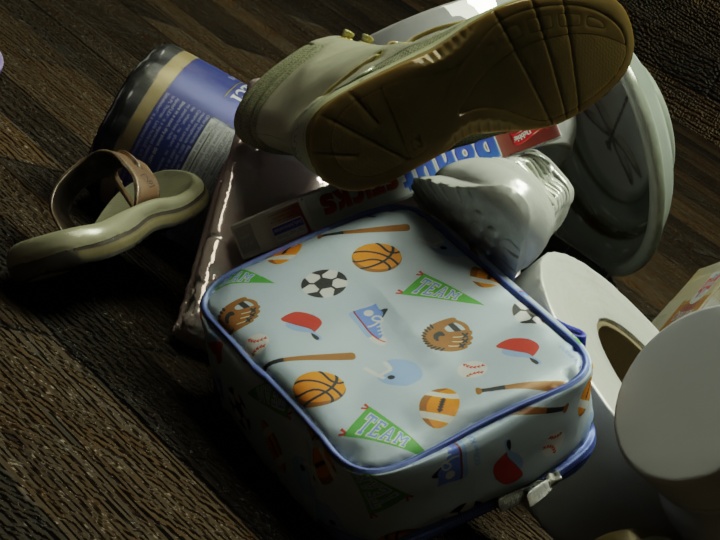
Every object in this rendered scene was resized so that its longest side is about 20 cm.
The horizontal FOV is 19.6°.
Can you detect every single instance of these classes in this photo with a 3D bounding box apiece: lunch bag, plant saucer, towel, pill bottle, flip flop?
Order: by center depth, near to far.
[{"bbox_3d":[0.216,0.106,1.022,0.200,0.114,0.114,39,4,-38],"label":"pill bottle"},{"bbox_3d":[0.022,0.051,1.042,0.160,0.076,0.200,-22,41,-21],"label":"lunch bag"},{"bbox_3d":[-0.145,-0.037,1.162,0.058,0.081,0.200,66,20,-4],"label":"flip flop"},{"bbox_3d":[0.000,0.000,1.220,0.200,0.032,0.191,24,53,-17],"label":"towel"},{"bbox_3d":[-0.064,-0.050,1.315,0.200,0.112,0.112,29,13,4],"label":"pill bottle"},{"bbox_3d":[0.172,-0.098,1.465,0.050,0.200,0.200,-19,34,-19],"label":"plant saucer"}]

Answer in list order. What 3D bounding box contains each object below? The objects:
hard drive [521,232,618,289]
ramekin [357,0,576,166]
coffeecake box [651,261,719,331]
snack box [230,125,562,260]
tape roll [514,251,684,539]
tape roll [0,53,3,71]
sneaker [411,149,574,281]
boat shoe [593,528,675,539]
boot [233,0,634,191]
[{"bbox_3d":[0.119,-0.005,1.558,0.200,0.038,0.140,36,-13,33],"label":"hard drive"},{"bbox_3d":[0.052,-0.097,1.417,0.200,0.200,0.105,-2,66,-65],"label":"ramekin"},{"bbox_3d":[0.278,0.084,1.294,0.200,0.073,0.154,41,-4,1],"label":"coffeecake box"},{"bbox_3d":[0.023,-0.052,1.195,0.200,0.072,0.024,-22,91,-38],"label":"snack box"},{"bbox_3d":[0.139,0.089,1.150,0.202,0.071,0.203,44,18,-19],"label":"tape roll"},{"bbox_3d":[-0.306,-0.121,1.155,0.200,0.085,0.200,28,13,-7],"label":"tape roll"},{"bbox_3d":[0.079,-0.036,1.138,0.076,0.080,0.200,56,-6,0],"label":"sneaker"},{"bbox_3d":[0.177,0.195,1.000,0.201,0.072,0.066,35,38,-28],"label":"boat shoe"},{"bbox_3d":[0.037,-0.108,1.164,0.200,0.072,0.155,-24,17,-16],"label":"boot"}]
